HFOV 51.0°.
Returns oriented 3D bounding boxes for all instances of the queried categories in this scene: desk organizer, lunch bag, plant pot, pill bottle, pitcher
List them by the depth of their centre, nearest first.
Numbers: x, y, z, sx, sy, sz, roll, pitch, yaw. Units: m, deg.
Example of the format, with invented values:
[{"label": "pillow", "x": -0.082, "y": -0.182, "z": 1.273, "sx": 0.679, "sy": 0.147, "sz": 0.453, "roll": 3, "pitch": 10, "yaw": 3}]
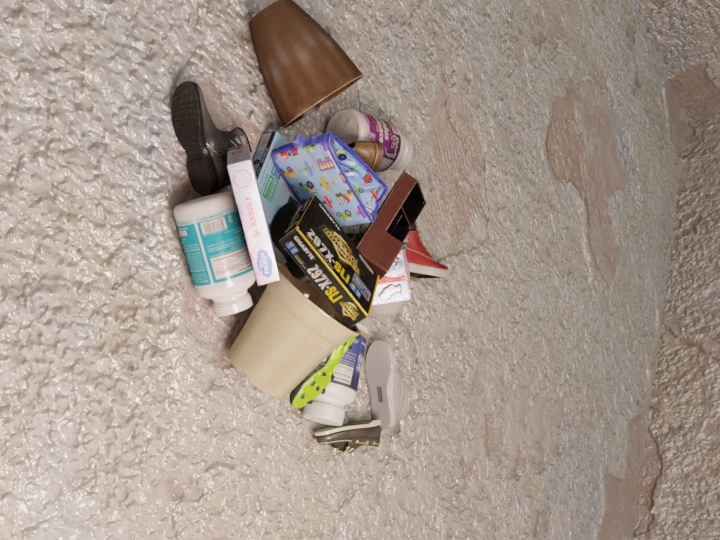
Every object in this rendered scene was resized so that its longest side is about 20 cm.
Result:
[{"label": "pill bottle", "x": -0.246, "y": -0.027, "z": 1.306, "sx": 0.110, "sy": 0.110, "sz": 0.202, "roll": -26, "pitch": 107, "yaw": -48}, {"label": "plant pot", "x": -0.133, "y": 0.118, "z": 1.351, "sx": 0.184, "sy": 0.200, "sz": 0.200, "roll": -51, "pitch": 132, "yaw": 3}, {"label": "lunch bag", "x": -0.069, "y": -0.179, "z": 1.430, "sx": 0.200, "sy": 0.149, "sz": 0.095, "roll": 47, "pitch": 53, "yaw": -37}, {"label": "plant pot", "x": -0.125, "y": -0.412, "z": 1.457, "sx": 0.187, "sy": 0.186, "sz": 0.201, "roll": -42, "pitch": 103, "yaw": -43}, {"label": "desk organizer", "x": 0.061, "y": -0.088, "z": 1.475, "sx": 0.077, "sy": 0.072, "sz": 0.201, "roll": 32, "pitch": 72, "yaw": -3}, {"label": "pill bottle", "x": -0.055, "y": 0.202, "z": 1.511, "sx": 0.111, "sy": 0.110, "sz": 0.202, "roll": 31, "pitch": 63, "yaw": -44}, {"label": "pill bottle", "x": 0.025, "y": -0.279, "z": 1.652, "sx": 0.199, "sy": 0.111, "sz": 0.114, "roll": 7, "pitch": 81, "yaw": -49}, {"label": "pitcher", "x": 0.051, "y": -0.012, "z": 1.664, "sx": 0.172, "sy": 0.120, "sz": 0.203, "roll": -70, "pitch": 165, "yaw": -86}]

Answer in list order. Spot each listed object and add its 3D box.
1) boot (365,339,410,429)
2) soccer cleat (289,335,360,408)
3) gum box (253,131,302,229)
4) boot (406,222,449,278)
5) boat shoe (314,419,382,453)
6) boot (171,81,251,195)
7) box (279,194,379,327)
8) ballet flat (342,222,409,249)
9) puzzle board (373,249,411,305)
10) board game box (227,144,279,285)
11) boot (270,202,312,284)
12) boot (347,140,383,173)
[{"label": "boot", "x": 0.066, "y": 0.246, "z": 1.694, "sx": 0.095, "sy": 0.073, "sz": 0.203, "roll": -15, "pitch": 106, "yaw": -55}, {"label": "soccer cleat", "x": -0.080, "y": 0.169, "z": 1.439, "sx": 0.201, "sy": 0.081, "sz": 0.068, "roll": -55, "pitch": 145, "yaw": -15}, {"label": "gum box", "x": -0.142, "y": -0.144, "z": 1.492, "sx": 0.200, "sy": 0.044, "sz": 0.172, "roll": 39, "pitch": 58, "yaw": -41}, {"label": "boot", "x": 0.145, "y": -0.056, "z": 1.810, "sx": 0.199, "sy": 0.072, "sz": 0.146, "roll": 12, "pitch": 76, "yaw": -45}, {"label": "boat shoe", "x": -0.020, "y": 0.348, "z": 1.569, "sx": 0.200, "sy": 0.071, "sz": 0.061, "roll": 5, "pitch": 79, "yaw": -52}, {"label": "boot", "x": -0.261, "y": -0.243, "z": 1.353, "sx": 0.131, "sy": 0.069, "sz": 0.203, "roll": -31, "pitch": 120, "yaw": -51}, {"label": "box", "x": -0.050, "y": -0.019, "z": 1.333, "sx": 0.201, "sy": 0.049, "sz": 0.160, "roll": 52, "pitch": 23, "yaw": -15}, {"label": "ballet flat", "x": 0.000, "y": -0.067, "z": 1.528, "sx": 0.197, "sy": 0.069, "sz": 0.072, "roll": -9, "pitch": 75, "yaw": -9}, {"label": "puzzle board", "x": 0.000, "y": 0.000, "z": 1.565, "sx": 0.197, "sy": 0.017, "sz": 0.153, "roll": -9, "pitch": 94, "yaw": -5}, {"label": "board game box", "x": -0.183, "y": -0.100, "z": 1.274, "sx": 0.041, "sy": 0.200, "sz": 0.202, "roll": -14, "pitch": 107, "yaw": -6}, {"label": "boot", "x": -0.083, "y": -0.020, "z": 1.431, "sx": 0.174, "sy": 0.069, "sz": 0.201, "roll": 35, "pitch": 28, "yaw": -51}, {"label": "boot", "x": -0.021, "y": -0.186, "z": 1.576, "sx": 0.075, "sy": 0.074, "sz": 0.201, "roll": 1, "pitch": 130, "yaw": -28}]
